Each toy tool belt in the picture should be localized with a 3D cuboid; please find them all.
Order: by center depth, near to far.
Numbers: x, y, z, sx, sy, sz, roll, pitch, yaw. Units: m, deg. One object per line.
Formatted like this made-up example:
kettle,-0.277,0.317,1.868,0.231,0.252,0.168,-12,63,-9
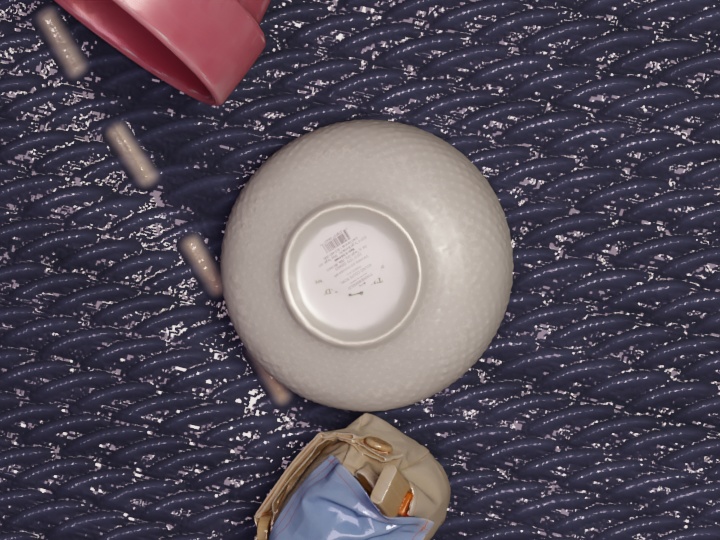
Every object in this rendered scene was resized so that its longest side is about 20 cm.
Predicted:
toy tool belt,-0.020,0.200,1.571,0.124,0.123,0.201,29,102,1

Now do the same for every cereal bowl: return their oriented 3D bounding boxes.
cereal bowl,0.000,0.000,1.575,0.199,0.083,0.201,1,97,8

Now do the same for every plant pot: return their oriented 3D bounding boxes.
plant pot,-0.118,-0.236,1.525,0.200,0.200,0.179,36,84,3
